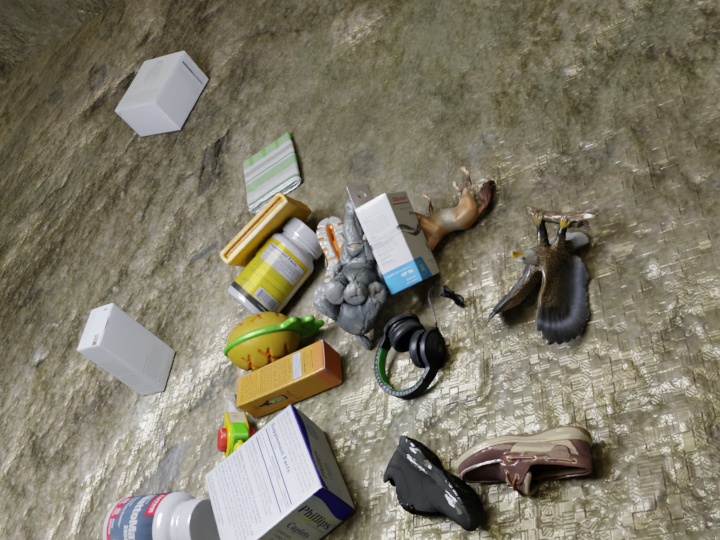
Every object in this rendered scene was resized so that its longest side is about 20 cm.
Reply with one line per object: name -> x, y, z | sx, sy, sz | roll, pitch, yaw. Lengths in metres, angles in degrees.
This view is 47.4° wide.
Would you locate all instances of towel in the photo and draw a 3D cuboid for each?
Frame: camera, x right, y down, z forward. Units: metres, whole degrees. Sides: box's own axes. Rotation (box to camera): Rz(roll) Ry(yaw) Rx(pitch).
towel -> -0.210, -0.233, 1.951 | 0.147, 0.031, 0.202 | -30, 40, 13

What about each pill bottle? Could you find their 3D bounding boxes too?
pill bottle -> -0.164, 0.000, 1.646 | 0.201, 0.114, 0.114 | -51, 41, -8
pill bottle -> -0.336, 0.446, 1.412 | 0.197, 0.120, 0.122 | -14, 48, 30

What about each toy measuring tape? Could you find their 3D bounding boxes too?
toy measuring tape -> -0.234, 0.294, 1.507 | 0.074, 0.074, 0.200 | -44, 24, 0

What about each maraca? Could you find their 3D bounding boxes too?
maraca -> -0.163, 0.127, 1.531 | 0.197, 0.137, 0.109 | -22, 73, 15

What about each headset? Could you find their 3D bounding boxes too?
headset -> 0.103, 0.120, 1.374 | 0.123, 0.093, 0.203 | 31, 94, 45

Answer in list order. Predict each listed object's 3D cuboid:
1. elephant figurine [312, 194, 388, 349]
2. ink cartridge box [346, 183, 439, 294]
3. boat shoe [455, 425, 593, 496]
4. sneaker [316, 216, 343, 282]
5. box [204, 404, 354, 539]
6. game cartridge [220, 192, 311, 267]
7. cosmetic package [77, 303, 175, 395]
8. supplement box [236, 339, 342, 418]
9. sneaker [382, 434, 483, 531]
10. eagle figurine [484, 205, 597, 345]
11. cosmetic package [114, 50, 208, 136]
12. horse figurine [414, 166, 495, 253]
elephant figurine -> 0.000, 0.000, 1.461 | 0.156, 0.139, 0.203 | -53, 19, 44
ink cartridge box -> 0.058, -0.071, 1.437 | 0.067, 0.116, 0.203 | -24, 88, 22
boat shoe -> 0.224, 0.273, 1.129 | 0.196, 0.072, 0.073 | -16, 46, 21
sneaker -> -0.032, -0.002, 1.573 | 0.077, 0.077, 0.204 | -13, 65, 6
box -> -0.133, 0.360, 1.325 | 0.199, 0.105, 0.185 | -39, 40, 7
game cartridge -> -0.189, -0.078, 1.681 | 0.176, 0.200, 0.032 | -45, 82, 6
cosmetic package -> -0.483, 0.167, 1.704 | 0.073, 0.200, 0.103 | -15, 47, 29
supplement box -> -0.131, 0.199, 1.485 | 0.197, 0.067, 0.070 | -26, 48, 20
sneaker -> 0.103, 0.326, 1.194 | 0.092, 0.075, 0.199 | -56, 34, 0
eagle figurine -> 0.284, 0.005, 1.283 | 0.152, 0.147, 0.205 | -113, 32, -88
cosmetic package -> -0.587, -0.519, 2.426 | 0.196, 0.123, 0.203 | 0, 56, 39
horse figurine -> 0.161, -0.107, 1.507 | 0.197, 0.050, 0.135 | -25, 56, 13
